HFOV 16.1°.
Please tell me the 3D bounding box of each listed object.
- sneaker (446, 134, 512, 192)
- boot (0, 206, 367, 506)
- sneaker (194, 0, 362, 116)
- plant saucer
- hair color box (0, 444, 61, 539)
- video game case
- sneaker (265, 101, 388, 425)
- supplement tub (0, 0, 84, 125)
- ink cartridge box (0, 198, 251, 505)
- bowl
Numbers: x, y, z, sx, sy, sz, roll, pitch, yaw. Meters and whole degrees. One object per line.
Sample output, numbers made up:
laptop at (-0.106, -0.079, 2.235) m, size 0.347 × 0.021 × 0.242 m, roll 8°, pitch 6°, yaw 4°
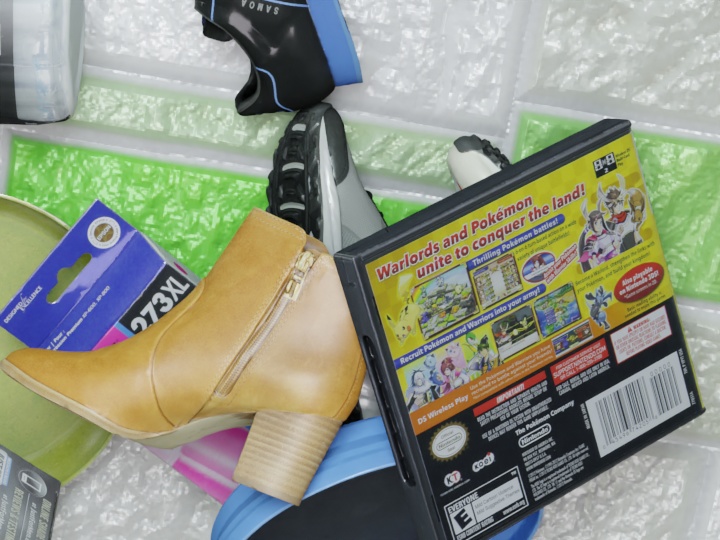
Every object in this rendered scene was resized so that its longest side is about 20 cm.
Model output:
sneaker at (0.082, 0.022, 1.473) m, size 0.093 × 0.070 × 0.201 m, roll -28°, pitch 110°, yaw 2°
boot at (-0.088, 0.031, 1.405) m, size 0.200 × 0.071 × 0.145 m, roll 19°, pitch 84°, yaw 16°
sneaker at (-0.064, -0.179, 1.400) m, size 0.077 × 0.070 × 0.201 m, roll -20°, pitch 109°, yaw 0°
plant saucer at (-0.230, 0.044, 1.495) m, size 0.198 × 0.031 × 0.202 m, roll 0°, pitch 109°, yaw -1°
hair color box at (-0.259, 0.203, 1.488) m, size 0.065 × 0.110 × 0.200 m, roll 35°, pitch 116°, yaw -20°
video game case at (0.092, 0.036, 1.404) m, size 0.199 × 0.025 × 0.182 m, roll -26°, pitch 109°, yaw -29°
sneaker at (0.000, 0.000, 1.466) m, size 0.079 × 0.074 × 0.202 m, roll -17°, pitch 99°, yaw -23°
supplement tub at (-0.252, -0.142, 1.381) m, size 0.198 × 0.123 × 0.123 m, roll 2°, pitch 109°, yaw -2°
ink cartridge box at (-0.106, 0.055, 1.476) m, size 0.200 × 0.037 × 0.095 m, roll 39°, pitch 95°, yaw -23°
bowl at (0.007, 0.148, 1.477) m, size 0.199 × 0.040 × 0.201 m, roll -14°, pitch 147°, yaw -9°
